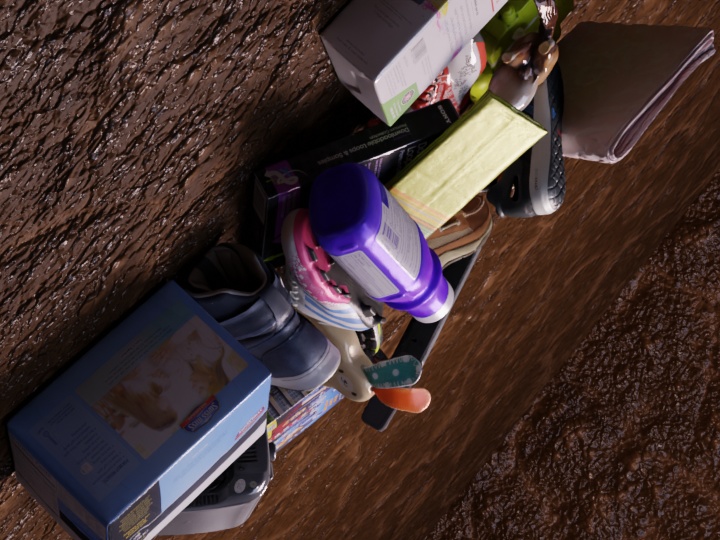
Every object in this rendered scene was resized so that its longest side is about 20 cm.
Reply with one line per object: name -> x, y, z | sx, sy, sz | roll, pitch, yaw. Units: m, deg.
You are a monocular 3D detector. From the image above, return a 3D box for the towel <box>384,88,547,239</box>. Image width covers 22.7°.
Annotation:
towel -> 0.072, -0.082, 1.634 | 0.200, 0.018, 0.086 | -41, 138, 24

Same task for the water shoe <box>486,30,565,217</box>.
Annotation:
water shoe -> 0.155, -0.146, 1.756 | 0.072, 0.078, 0.202 | 52, 35, -54

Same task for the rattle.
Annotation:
rattle -> -0.049, 0.106, 1.770 | 0.142, 0.200, 0.131 | -33, 159, -45

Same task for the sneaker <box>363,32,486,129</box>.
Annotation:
sneaker -> 0.057, -0.164, 1.674 | 0.108, 0.067, 0.202 | -47, 168, -16

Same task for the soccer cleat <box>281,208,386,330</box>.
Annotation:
soccer cleat -> -0.044, 0.007, 1.647 | 0.200, 0.085, 0.071 | 48, 44, -56

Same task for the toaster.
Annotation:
toaster -> -0.180, 0.188, 1.697 | 0.197, 0.115, 0.129 | -4, 157, -8

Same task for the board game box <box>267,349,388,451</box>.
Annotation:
board game box -> -0.058, 0.122, 1.962 | 0.199, 0.062, 0.200 | -37, 169, -14

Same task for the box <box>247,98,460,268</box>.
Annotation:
box -> -0.007, -0.076, 1.648 | 0.198, 0.036, 0.143 | -23, 156, -17

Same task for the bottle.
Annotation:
bottle -> 0.023, -0.017, 1.607 | 0.065, 0.084, 0.200 | -17, 147, 21

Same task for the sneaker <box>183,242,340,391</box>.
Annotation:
sneaker -> -0.126, 0.043, 1.655 | 0.201, 0.146, 0.077 | -6, -137, 47

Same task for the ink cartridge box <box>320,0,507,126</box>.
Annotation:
ink cartridge box -> 0.063, -0.232, 1.524 | 0.200, 0.067, 0.117 | -47, 164, -5

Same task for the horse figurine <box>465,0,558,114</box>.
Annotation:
horse figurine -> 0.138, -0.173, 1.682 | 0.201, 0.050, 0.133 | -57, 175, 16

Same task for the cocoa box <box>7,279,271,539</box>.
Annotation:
cocoa box -> -0.191, 0.137, 1.568 | 0.200, 0.133, 0.132 | -42, 163, -24

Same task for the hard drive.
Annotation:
hard drive -> 0.069, 0.068, 2.020 | 0.201, 0.033, 0.140 | -61, 179, -43

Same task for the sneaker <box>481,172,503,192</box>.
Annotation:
sneaker -> 0.163, -0.126, 1.922 | 0.198, 0.082, 0.078 | -26, 144, -10

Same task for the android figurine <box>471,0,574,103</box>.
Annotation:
android figurine -> 0.168, -0.253, 1.835 | 0.182, 0.041, 0.200 | -48, 167, -5

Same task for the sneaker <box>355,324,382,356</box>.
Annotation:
sneaker -> 0.000, 0.000, 1.814 | 0.081, 0.073, 0.202 | -46, 143, -40

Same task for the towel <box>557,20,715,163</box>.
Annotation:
towel -> 0.240, -0.184, 1.836 | 0.191, 0.199, 0.032 | -46, 122, -22

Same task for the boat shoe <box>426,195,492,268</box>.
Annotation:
boat shoe -> 0.077, -0.045, 1.909 | 0.200, 0.075, 0.075 | -39, 120, -51
